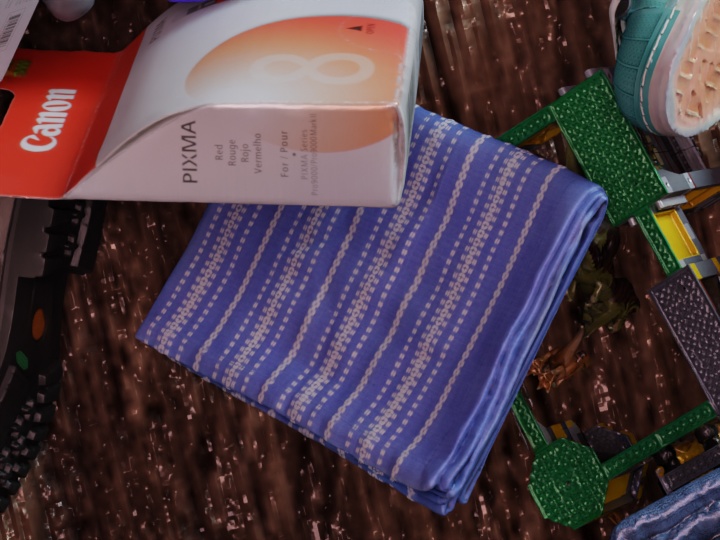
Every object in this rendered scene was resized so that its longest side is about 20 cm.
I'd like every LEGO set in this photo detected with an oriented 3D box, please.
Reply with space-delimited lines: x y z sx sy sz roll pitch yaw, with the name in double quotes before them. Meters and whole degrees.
"LEGO set" 0.116 0.004 1.163 0.154 0.116 0.201 -42 74 28

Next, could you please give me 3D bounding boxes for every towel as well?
"towel" 0.000 0.000 1.129 0.199 0.024 0.146 26 89 42
"towel" 0.153 0.114 1.099 0.111 0.200 0.049 -30 75 1

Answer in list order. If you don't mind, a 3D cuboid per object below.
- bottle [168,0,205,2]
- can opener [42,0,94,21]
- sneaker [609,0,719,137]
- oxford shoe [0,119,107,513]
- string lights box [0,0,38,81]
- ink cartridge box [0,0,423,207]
"bottle" -0.001 -0.172 1.159 0.199 0.084 0.066 -17 133 -14
"can opener" -0.159 -0.196 1.108 0.053 0.067 0.201 -34 86 -6
"sneaker" 0.126 -0.127 1.131 0.079 0.201 0.072 6 133 21
"oxford shoe" -0.172 0.033 1.175 0.084 0.073 0.202 14 86 16
"string lights box" -0.209 -0.169 1.095 0.200 0.059 0.103 44 128 16
"ink cartridge box" -0.076 -0.080 1.108 0.198 0.162 0.051 4 115 2
